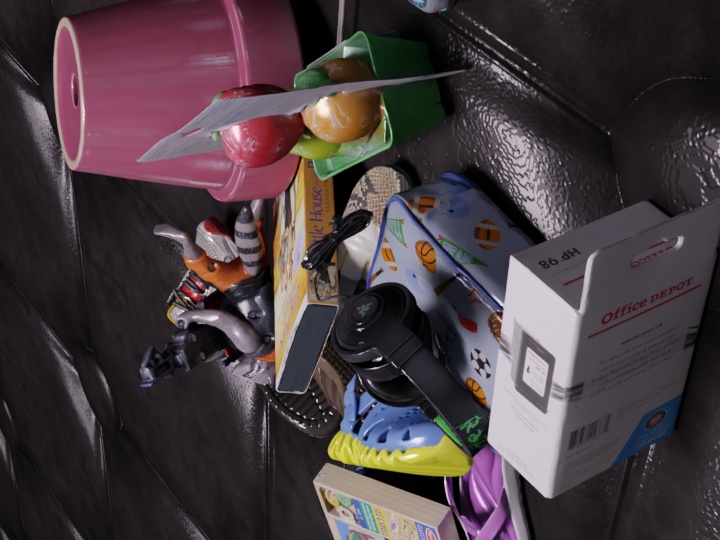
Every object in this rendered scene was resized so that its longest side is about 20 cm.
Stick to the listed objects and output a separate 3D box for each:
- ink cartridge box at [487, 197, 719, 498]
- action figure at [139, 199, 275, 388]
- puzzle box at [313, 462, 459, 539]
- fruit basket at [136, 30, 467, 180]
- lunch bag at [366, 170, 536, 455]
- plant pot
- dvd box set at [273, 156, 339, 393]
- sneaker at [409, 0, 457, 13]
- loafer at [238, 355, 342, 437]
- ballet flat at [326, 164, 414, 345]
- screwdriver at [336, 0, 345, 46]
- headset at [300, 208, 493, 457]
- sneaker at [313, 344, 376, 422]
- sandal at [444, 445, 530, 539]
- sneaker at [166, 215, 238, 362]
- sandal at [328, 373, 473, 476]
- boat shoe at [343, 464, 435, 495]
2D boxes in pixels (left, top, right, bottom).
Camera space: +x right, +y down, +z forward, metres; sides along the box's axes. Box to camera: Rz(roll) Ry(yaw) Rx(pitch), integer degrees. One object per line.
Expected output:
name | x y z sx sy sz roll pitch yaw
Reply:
ink cartridge box | 0.152 0.035 0.857 0.067 0.116 0.201 44 144 40
action figure | -0.122 0.032 1.268 0.104 0.200 0.194 2 123 37
puzzle box | 0.038 0.265 1.231 0.133 0.025 0.200 14 138 32
fruit basket | -0.048 -0.122 1.012 0.185 0.199 0.094 -19 78 63
lunch bag | 0.084 0.031 1.022 0.200 0.075 0.161 51 151 28
plant pot | -0.162 -0.154 1.162 0.200 0.178 0.201 175 90 -69
dvd box set | -0.050 -0.016 1.170 0.146 0.029 0.201 112 159 -54
sneaker | -0.008 -0.241 0.960 0.200 0.095 0.079 50 148 31
loafer | -0.070 0.101 1.367 0.200 0.073 0.071 46 173 40
ballet flat | 0.000 0.000 1.142 0.068 0.075 0.200 31 142 9
screwdriver | -0.012 -0.187 1.085 0.029 0.028 0.200 24 137 11
headset | 0.030 0.043 0.964 0.200 0.094 0.124 44 173 27
sneaker | 0.003 0.108 1.250 0.200 0.070 0.076 55 169 29
sandal | 0.097 0.187 1.135 0.082 0.050 0.203 28 133 51
sneaker | -0.161 0.030 1.446 0.078 0.082 0.200 46 145 35
sandal | 0.031 0.118 1.088 0.200 0.079 0.087 -4 75 65
boat shoe | 0.005 0.210 1.296 0.084 0.068 0.200 56 150 21
